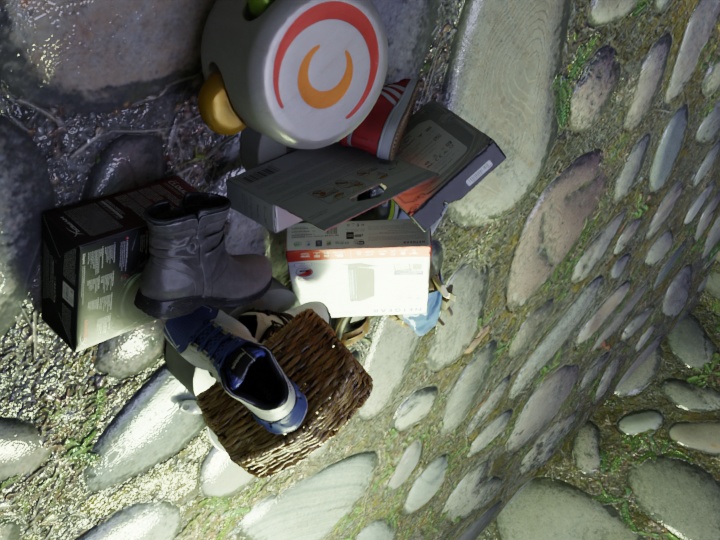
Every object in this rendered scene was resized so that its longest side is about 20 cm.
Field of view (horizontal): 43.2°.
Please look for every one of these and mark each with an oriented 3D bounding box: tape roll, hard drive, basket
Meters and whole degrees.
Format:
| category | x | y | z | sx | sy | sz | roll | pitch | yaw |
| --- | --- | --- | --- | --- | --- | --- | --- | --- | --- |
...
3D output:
| category | x | y | z | sx | sy | sz | roll | pitch | yaw |
| --- | --- | --- | --- | --- | --- | --- | --- | --- | --- |
| tape roll | -0.177 | 0.094 | 1.293 | 0.200 | 0.066 | 0.200 | -36 | 147 | -28 |
| hard drive | 0.088 | -0.143 | 1.183 | 0.140 | 0.200 | 0.038 | -41 | 120 | 4 |
| basket | -0.080 | 0.177 | 1.171 | 0.200 | 0.143 | 0.149 | -39 | 147 | -6 |
| tape roll | -0.068 | -0.188 | 1.181 | 0.203 | 0.037 | 0.203 | -36 | 147 | -28 |

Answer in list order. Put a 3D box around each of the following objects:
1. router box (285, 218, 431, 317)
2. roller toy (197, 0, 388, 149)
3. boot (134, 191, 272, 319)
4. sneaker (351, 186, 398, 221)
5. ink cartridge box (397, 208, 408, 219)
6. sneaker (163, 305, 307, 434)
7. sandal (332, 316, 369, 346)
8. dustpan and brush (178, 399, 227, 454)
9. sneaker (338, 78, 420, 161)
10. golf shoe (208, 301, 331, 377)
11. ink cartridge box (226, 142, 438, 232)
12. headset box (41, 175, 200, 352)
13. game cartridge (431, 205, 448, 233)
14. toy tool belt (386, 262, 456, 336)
| category | x | y | z | sx | sy | sz | roll | pitch | yaw |
| --- | --- | --- | --- | --- | --- | --- | --- | --- | --- |
| router box | 0.000 | 0.000 | 1.311 | 0.200 | 0.049 | 0.180 | -3 | 146 | 1 |
| roller toy | -0.076 | -0.234 | 1.002 | 0.182 | 0.140 | 0.200 | 3 | 111 | -42 |
| boot | -0.162 | -0.025 | 1.033 | 0.200 | 0.070 | 0.132 | -19 | 132 | -52 |
| sneaker | 0.016 | -0.131 | 1.317 | 0.081 | 0.074 | 0.200 | 21 | 82 | -48 |
| ink cartridge box | 0.068 | -0.092 | 1.415 | 0.200 | 0.042 | 0.119 | -63 | -170 | 12 |
| sneaker | -0.144 | 0.099 | 1.056 | 0.081 | 0.199 | 0.115 | -46 | 164 | -15 |
| sandal | -0.020 | 0.105 | 1.521 | 0.200 | 0.055 | 0.082 | -61 | 175 | 13 |
| dustpan and brush | -0.208 | 0.221 | 1.409 | 0.140 | 0.057 | 0.200 | -67 | 157 | 0 |
| sneaker | 0.010 | -0.211 | 1.180 | 0.200 | 0.112 | 0.071 | -67 | 171 | -58 |
| golf shoe | -0.115 | 0.085 | 1.229 | 0.200 | 0.078 | 0.095 | -34 | 146 | -33 |
| ink cartridge box | -0.032 | -0.098 | 1.108 | 0.200 | 0.173 | 0.044 | -29 | 134 | -37 |
| headset box | -0.258 | -0.014 | 1.047 | 0.200 | 0.075 | 0.149 | -24 | 140 | -42 |
| game cartridge | 0.096 | -0.079 | 1.468 | 0.200 | 0.041 | 0.133 | -60 | -176 | 10 |
| toy tool belt | 0.108 | 0.060 | 1.614 | 0.125 | 0.123 | 0.200 | -40 | 149 | -23 |
